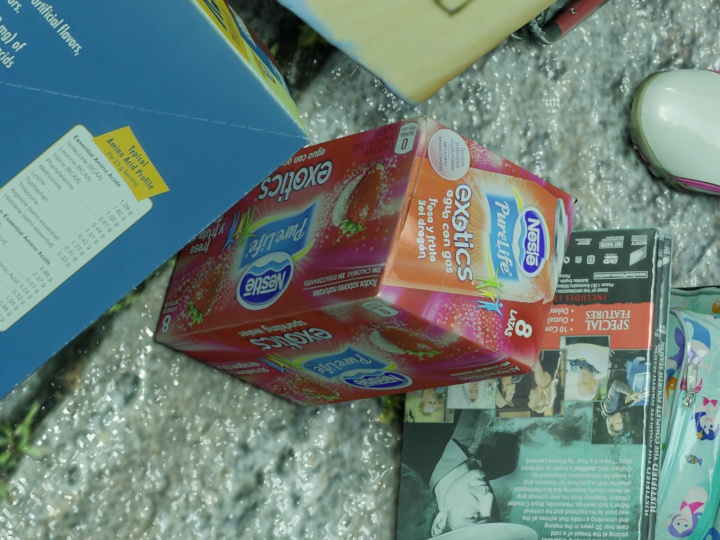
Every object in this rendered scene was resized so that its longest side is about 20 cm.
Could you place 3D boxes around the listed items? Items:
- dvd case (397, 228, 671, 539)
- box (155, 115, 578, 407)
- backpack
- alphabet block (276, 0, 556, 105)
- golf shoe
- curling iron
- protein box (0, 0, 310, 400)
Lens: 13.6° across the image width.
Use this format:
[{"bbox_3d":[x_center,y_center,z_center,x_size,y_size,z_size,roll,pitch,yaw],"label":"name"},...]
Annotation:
[{"bbox_3d":[0.087,0.080,1.545,0.022,0.145,0.201,20,71,-56],"label":"dvd case"},{"bbox_3d":[0.000,0.000,1.462,0.099,0.200,0.096,26,69,-30],"label":"box"},{"bbox_3d":[0.192,0.108,1.603,0.150,0.177,0.201,4,88,-18],"label":"backpack"},{"bbox_3d":[0.033,-0.242,1.476,0.196,0.200,0.196,36,36,-28],"label":"alphabet block"},{"bbox_3d":[0.243,-0.069,1.710,0.199,0.092,0.073,20,74,-30],"label":"golf shoe"},{"bbox_3d":[0.151,-0.183,1.696,0.200,0.026,0.050,-32,106,-34],"label":"curling iron"},{"bbox_3d":[-0.165,-0.084,1.343,0.200,0.135,0.199,-39,111,5],"label":"protein box"}]
